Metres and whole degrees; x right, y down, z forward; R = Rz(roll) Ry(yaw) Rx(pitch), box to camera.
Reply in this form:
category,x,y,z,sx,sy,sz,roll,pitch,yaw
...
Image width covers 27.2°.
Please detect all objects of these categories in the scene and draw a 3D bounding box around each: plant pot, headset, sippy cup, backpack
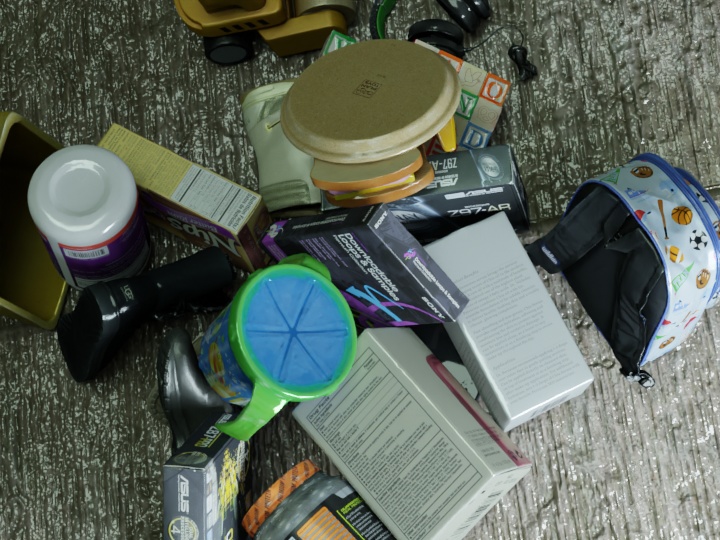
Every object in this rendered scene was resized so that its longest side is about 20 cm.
category,x,y,z,sx,sy,sz,roll,pitch,yaw
plant pot,-0.443,-0.064,1.665,0.199,0.195,0.195,10,76,25
headset,0.105,-0.267,1.667,0.200,0.094,0.124,26,81,34
sippy cup,-0.093,0.076,1.482,0.178,0.130,0.140,-29,89,-37
backpack,0.283,-0.018,1.480,0.154,0.191,0.200,-32,70,-16

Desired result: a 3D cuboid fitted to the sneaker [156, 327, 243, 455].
category,x,y,z,sx,sy,sz,roll,pitch,yaw
sneaker,-0.163,0.148,1.564,0.090,0.076,0.201,-12,116,-8

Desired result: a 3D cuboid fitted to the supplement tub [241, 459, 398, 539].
category,x,y,z,sx,sy,sz,roll,pitch,yaw
supplement tub,-0.018,0.292,1.485,0.123,0.123,0.200,-44,77,-2

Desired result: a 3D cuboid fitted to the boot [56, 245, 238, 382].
category,x,y,z,sx,sy,sz,roll,pitch,yaw
boot,-0.232,0.048,1.628,0.168,0.200,0.077,-17,74,-29

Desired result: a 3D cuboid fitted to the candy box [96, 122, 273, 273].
category,x,y,z,sx,sy,sz,roll,pitch,yaw
candy box,-0.191,-0.077,1.640,0.200,0.117,0.057,28,73,18

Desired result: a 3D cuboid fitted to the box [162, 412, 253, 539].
category,x,y,z,sx,sy,sz,roll,pitch,yaw
box,-0.150,0.259,1.475,0.049,0.161,0.201,4,103,14

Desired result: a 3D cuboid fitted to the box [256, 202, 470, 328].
category,x,y,z,sx,sy,sz,roll,pitch,yaw
box,0.000,0.000,1.514,0.200,0.143,0.036,-9,40,53

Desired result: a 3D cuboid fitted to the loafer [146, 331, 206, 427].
category,x,y,z,sx,sy,sz,roll,pitch,yaw
loafer,-0.147,0.096,1.610,0.200,0.068,0.076,-38,107,14

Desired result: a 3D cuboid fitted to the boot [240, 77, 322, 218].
category,x,y,z,sx,sy,sz,roll,pitch,yaw
boot,-0.027,-0.143,1.650,0.199,0.072,0.155,-12,74,8

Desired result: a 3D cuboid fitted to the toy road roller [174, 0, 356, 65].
category,x,y,z,sx,sy,sz,roll,pitch,yaw
toy road roller,-0.113,-0.322,1.679,0.199,0.146,0.123,-10,73,10

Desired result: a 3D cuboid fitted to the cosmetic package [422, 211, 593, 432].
category,x,y,z,sx,sy,sz,roll,pitch,yaw
cosmetic package,0.145,0.053,1.534,0.101,0.071,0.201,-24,75,-10

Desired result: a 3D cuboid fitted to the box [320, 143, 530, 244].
category,x,y,z,sx,sy,sz,roll,pitch,yaw
box,0.071,-0.073,1.559,0.199,0.160,0.044,-7,73,10

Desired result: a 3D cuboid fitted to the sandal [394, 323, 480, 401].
category,x,y,z,sx,sy,sz,roll,pitch,yaw
sandal,0.070,0.056,1.584,0.076,0.043,0.201,-31,70,3

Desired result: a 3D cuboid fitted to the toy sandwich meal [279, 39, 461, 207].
category,x,y,z,sx,sy,sz,roll,pitch,yaw
toy sandwich meal,0.014,-0.152,1.496,0.204,0.070,0.206,-8,44,8

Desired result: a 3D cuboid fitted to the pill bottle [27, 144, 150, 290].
category,x,y,z,sx,sy,sz,roll,pitch,yaw
pill bottle,-0.287,-0.046,1.604,0.112,0.200,0.113,0,68,-1

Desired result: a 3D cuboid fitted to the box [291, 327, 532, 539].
category,x,y,z,sx,sy,sz,roll,pitch,yaw
box,0.052,0.170,1.504,0.128,0.109,0.200,-48,69,18

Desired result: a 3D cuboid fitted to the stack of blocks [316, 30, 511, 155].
category,x,y,z,sx,sy,sz,roll,pitch,yaw
stack of blocks,0.046,-0.185,1.595,0.199,0.059,0.116,23,84,-7
